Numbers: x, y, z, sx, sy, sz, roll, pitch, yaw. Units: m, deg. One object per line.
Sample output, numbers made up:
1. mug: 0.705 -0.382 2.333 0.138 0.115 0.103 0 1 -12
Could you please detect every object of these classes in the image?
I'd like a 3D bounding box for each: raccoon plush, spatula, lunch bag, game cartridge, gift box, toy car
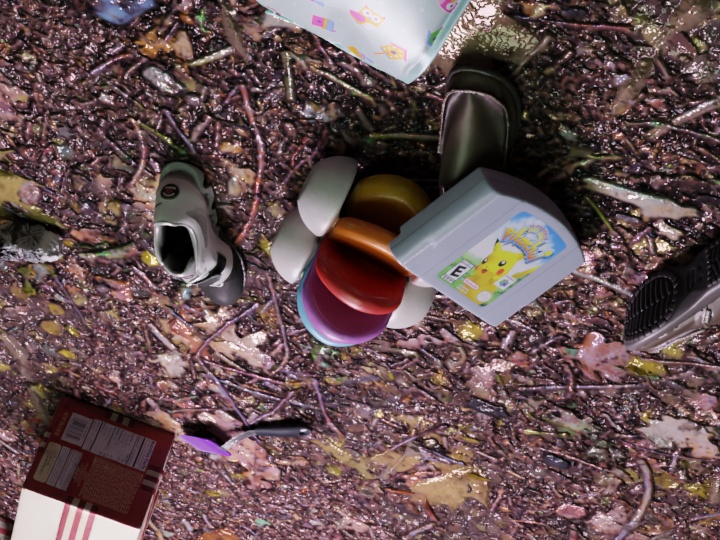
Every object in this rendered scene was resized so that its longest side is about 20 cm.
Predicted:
1. raccoon plush: -0.435 0.005 1.900 0.197 0.098 0.134 15 150 5
2. spatula: -0.141 0.207 2.071 0.198 0.021 0.056 -14 145 32
3. lunch bag: 0.013 -0.257 1.353 0.169 0.123 0.200 26 137 -10
4. game cartridge: 0.129 -0.022 1.579 0.133 0.041 0.199 -40 143 15
5. gift box: -0.358 0.288 2.145 0.198 0.185 0.188 22 134 2
6. toy car: 0.000 0.000 1.649 0.173 0.151 0.200 25 142 -8

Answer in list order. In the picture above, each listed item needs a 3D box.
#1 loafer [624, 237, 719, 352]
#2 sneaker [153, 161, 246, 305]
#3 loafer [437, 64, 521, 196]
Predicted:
1. loafer: 0.328 0.033 1.601 0.070 0.074 0.200 26 146 -20
2. sneaker: -0.179 -0.014 1.764 0.073 0.089 0.201 1 140 20
3. loafer: 0.107 -0.104 1.540 0.072 0.072 0.201 9 141 13
